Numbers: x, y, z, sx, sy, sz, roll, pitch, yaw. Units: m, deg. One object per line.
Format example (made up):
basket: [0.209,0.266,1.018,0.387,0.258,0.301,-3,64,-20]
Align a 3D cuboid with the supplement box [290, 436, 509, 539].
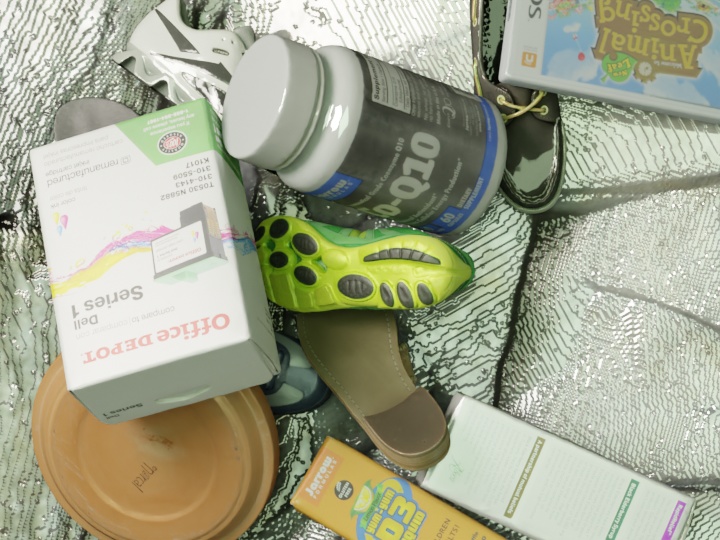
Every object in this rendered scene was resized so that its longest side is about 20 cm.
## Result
supplement box: [0.045,0.205,1.630,0.199,0.069,0.067,29,86,8]

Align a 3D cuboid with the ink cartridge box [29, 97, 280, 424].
ink cartridge box: [-0.153,-0.006,1.553,0.143,0.084,0.202,-16,67,7]

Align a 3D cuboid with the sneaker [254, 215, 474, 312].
sneaker: [0.000,0.000,1.629,0.199,0.083,0.075,9,93,34]

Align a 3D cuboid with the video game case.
video game case: [0.214,-0.219,1.636,0.198,0.022,0.184,9,81,-11]

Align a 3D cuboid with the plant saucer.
plant saucer: [-0.162,0.135,1.622,0.198,0.032,0.202,5,113,13]

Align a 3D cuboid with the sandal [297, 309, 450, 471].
sandal: [0.011,0.092,1.624,0.077,0.070,0.212,-23,45,-10]

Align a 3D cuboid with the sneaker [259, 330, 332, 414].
sneaker: [-0.118,0.067,1.641,0.198,0.082,0.071,14,86,4]

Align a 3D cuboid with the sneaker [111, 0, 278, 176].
sneaker: [-0.095,-0.144,1.658,0.199,0.074,0.089,37,91,5]

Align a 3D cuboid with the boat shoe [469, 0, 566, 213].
boat shoe: [0.120,-0.146,1.650,0.071,0.061,0.203,-10,86,2]

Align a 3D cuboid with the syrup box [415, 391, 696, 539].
syrup box: [0.149,0.169,1.609,0.199,0.079,0.082,25,88,-1]

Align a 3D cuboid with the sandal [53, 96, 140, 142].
sandal: [-0.181,-0.066,1.651,0.075,0.045,0.201,-32,65,-2]

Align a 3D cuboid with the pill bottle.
pill bottle: [0.002,-0.104,1.584,0.199,0.113,0.115,16,87,-31]
